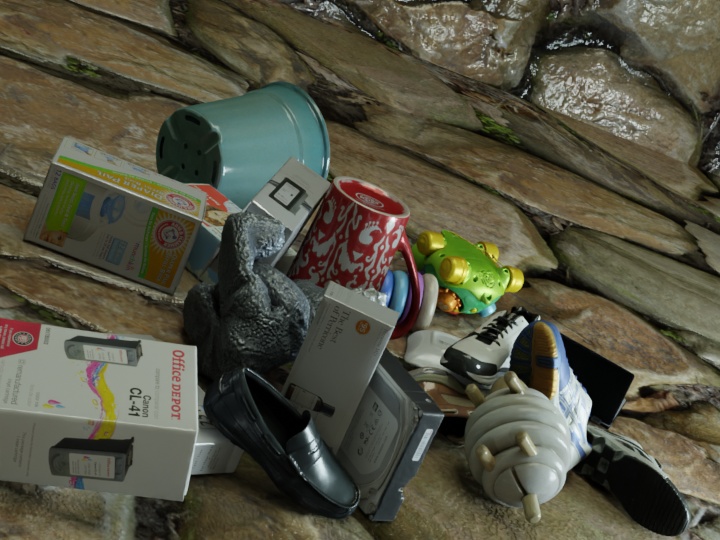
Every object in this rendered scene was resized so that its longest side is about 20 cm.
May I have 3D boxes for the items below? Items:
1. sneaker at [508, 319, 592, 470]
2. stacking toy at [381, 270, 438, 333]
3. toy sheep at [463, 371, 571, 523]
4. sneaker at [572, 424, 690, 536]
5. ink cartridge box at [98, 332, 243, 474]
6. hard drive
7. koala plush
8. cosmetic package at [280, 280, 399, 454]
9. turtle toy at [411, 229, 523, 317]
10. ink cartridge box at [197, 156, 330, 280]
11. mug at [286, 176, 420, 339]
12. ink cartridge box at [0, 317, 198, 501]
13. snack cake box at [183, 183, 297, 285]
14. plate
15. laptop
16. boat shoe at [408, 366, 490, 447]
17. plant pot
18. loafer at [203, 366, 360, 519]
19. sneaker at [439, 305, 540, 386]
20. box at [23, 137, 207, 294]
[{"bbox_3d":[0.237,0.149,1.715,0.088,0.202,0.075,-19,23,-36],"label":"sneaker"},{"bbox_3d":[0.003,0.024,1.941,0.198,0.086,0.086,15,21,-11],"label":"stacking toy"},{"bbox_3d":[0.179,0.203,1.614,0.137,0.138,0.201,18,43,-17],"label":"toy sheep"},{"bbox_3d":[0.347,0.253,1.758,0.088,0.075,0.200,-1,32,-46],"label":"sneaker"},{"bbox_3d":[-0.238,0.135,1.426,0.175,0.045,0.200,4,28,-47],"label":"ink cartridge box"},{"bbox_3d":[0.001,0.153,1.514,0.038,0.141,0.200,9,26,-36],"label":"hard drive"},{"bbox_3d":[-0.081,0.062,1.628,0.198,0.178,0.185,14,36,-27],"label":"koala plush"},{"bbox_3d":[-0.036,0.120,1.463,0.082,0.201,0.051,23,19,-1],"label":"cosmetic package"},{"bbox_3d":[0.141,0.003,2.104,0.145,0.102,0.200,10,24,-33],"label":"turtle toy"},{"bbox_3d":[-0.117,-0.048,1.739,0.068,0.116,0.200,35,30,0],"label":"ink cartridge box"},{"bbox_3d":[-0.008,-0.006,1.812,0.176,0.201,0.133,7,26,-39],"label":"mug"},{"bbox_3d":[-0.253,0.127,1.301,0.198,0.086,0.148,7,29,-11],"label":"ink cartridge box"},{"bbox_3d":[-0.193,-0.041,1.881,0.200,0.068,0.115,38,26,32],"label":"snack cake box"},{"bbox_3d":[0.156,0.126,1.847,0.198,0.033,0.200,21,8,1],"label":"plate"},{"bbox_3d":[0.295,0.121,1.967,0.186,0.117,0.200,30,21,13],"label":"laptop"},{"bbox_3d":[0.124,0.181,1.709,0.199,0.076,0.072,22,52,-33],"label":"boat shoe"},{"bbox_3d":[-0.181,-0.170,2.063,0.200,0.202,0.195,37,32,31],"label":"plant pot"},{"bbox_3d":[-0.070,0.174,1.410,0.200,0.070,0.068,44,37,-15],"label":"loafer"},{"bbox_3d":[0.162,0.087,1.740,0.073,0.081,0.200,28,19,22],"label":"sneaker"},{"bbox_3d":[-0.302,-0.069,1.760,0.198,0.113,0.102,22,20,-11],"label":"box"}]
